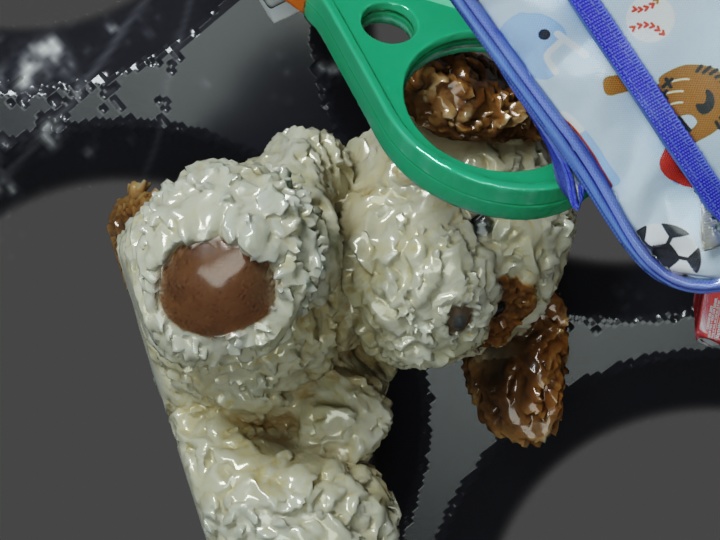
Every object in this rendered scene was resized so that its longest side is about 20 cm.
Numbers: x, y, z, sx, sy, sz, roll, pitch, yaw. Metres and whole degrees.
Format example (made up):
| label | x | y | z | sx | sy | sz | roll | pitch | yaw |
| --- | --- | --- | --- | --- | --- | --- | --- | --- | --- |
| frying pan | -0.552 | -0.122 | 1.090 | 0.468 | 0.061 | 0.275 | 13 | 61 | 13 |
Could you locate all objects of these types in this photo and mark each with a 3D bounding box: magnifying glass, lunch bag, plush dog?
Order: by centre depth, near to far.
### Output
| label | x | y | z | sx | sy | sz | roll | pitch | yaw |
| --- | --- | --- | --- | --- | --- | --- | --- | --- | --- |
| lunch bag | 0.108 | -0.093 | 0.723 | 0.160 | 0.076 | 0.200 | -31 | 106 | 15 |
| magnifying glass | 0.003 | -0.086 | 0.817 | 0.200 | 0.080 | 0.022 | 39 | 145 | 17 |
| plush dog | 0.000 | 0.000 | 0.885 | 0.171 | 0.161 | 0.200 | -18 | 128 | -6 |

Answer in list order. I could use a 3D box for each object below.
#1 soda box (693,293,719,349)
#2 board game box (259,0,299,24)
| label | x | y | z | sx | sy | sz | roll | pitch | yaw |
| --- | --- | --- | --- | --- | --- | --- | --- | --- | --- |
| soda box | 0.171 | -0.069 | 0.868 | 0.063 | 0.070 | 0.200 | 10 | 104 | 5 |
| board game box | 0.005 | -0.175 | 0.814 | 0.200 | 0.035 | 0.126 | -20 | 108 | 48 |
